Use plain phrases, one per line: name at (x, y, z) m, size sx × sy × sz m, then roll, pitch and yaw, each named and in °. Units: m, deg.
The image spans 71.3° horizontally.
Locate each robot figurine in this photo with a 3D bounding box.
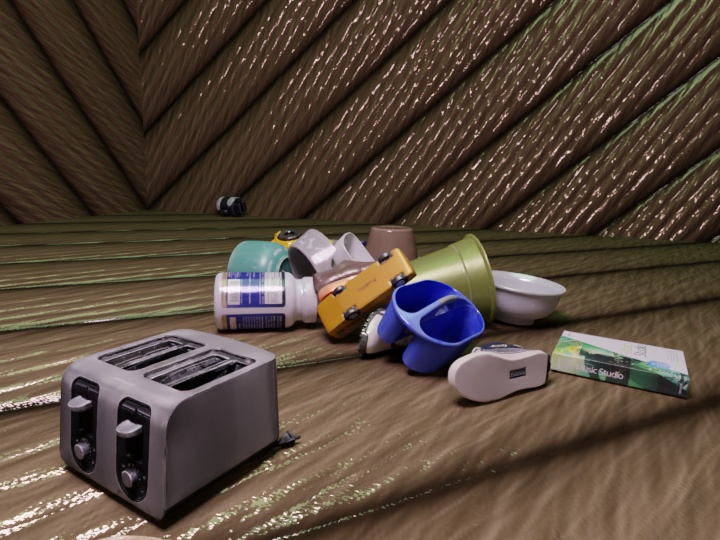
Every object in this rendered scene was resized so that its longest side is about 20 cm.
robot figurine at (-0.824, -0.407, 3.201) m, size 0.200 × 0.125 × 0.150 m, roll 7°, pitch -5°, yaw 25°

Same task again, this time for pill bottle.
pill bottle at (-0.191, 0.061, 1.022) m, size 0.199 × 0.116 × 0.116 m, roll 0°, pitch 12°, yaw -11°

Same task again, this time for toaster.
toaster at (-0.198, 0.154, 0.561) m, size 0.180 × 0.119 × 0.200 m, roll 10°, pitch 14°, yaw 31°

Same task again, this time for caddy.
caddy at (0.125, 0.084, 0.855) m, size 0.141 × 0.105 × 0.200 m, roll 44°, pitch 33°, yaw 25°

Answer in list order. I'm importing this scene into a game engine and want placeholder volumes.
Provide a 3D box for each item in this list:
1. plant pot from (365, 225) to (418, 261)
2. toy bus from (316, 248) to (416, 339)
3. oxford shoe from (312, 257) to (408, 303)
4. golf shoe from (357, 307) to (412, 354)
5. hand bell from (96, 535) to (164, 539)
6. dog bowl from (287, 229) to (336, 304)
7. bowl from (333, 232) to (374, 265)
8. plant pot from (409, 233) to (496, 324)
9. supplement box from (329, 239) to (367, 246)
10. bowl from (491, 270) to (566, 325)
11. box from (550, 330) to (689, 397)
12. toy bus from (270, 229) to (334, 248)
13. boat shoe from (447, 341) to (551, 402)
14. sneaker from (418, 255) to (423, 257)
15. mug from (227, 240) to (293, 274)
plant pot at (0.081, -0.032, 1.375) m, size 0.200 × 0.175 × 0.200 m, roll 1°, pitch 11°, yaw 0°
toy bus at (0.014, 0.046, 0.945) m, size 0.065 × 0.200 × 0.078 m, roll 60°, pitch 11°, yaw 30°
oxford shoe at (0.000, 0.000, 1.003) m, size 0.200 × 0.071 × 0.073 m, roll -19°, pitch 58°, yaw -16°
golf shoe at (0.073, 0.111, 0.928) m, size 0.088 × 0.077 × 0.200 m, roll 20°, pitch 21°, yaw 33°
hand bell at (-0.131, 0.250, 0.241) m, size 0.104 × 0.104 × 0.200 m, roll -1°, pitch 24°, yaw -15°
dog bowl at (-0.092, 0.011, 1.112) m, size 0.059 × 0.200 × 0.200 m, roll -28°, pitch 24°, yaw -23°
bowl at (-0.002, 0.013, 1.190) m, size 0.075 × 0.200 × 0.200 m, roll -36°, pitch 6°, yaw 14°
plant pot at (0.164, 0.036, 1.085) m, size 0.189 × 0.201 × 0.200 m, roll -11°, pitch 13°, yaw -5°
supplement box at (-0.086, -0.042, 1.575) m, size 0.199 × 0.104 × 0.101 m, roll 5°, pitch 13°, yaw 11°
bowl at (0.347, 0.065, 1.125) m, size 0.201 × 0.091 × 0.201 m, roll 8°, pitch 12°, yaw -2°
box at (0.442, 0.154, 0.862) m, size 0.200 × 0.036 × 0.144 m, roll 7°, pitch 12°, yaw 28°
toy bus at (-0.191, -0.020, 1.421) m, size 0.200 × 0.136 × 0.192 m, roll 9°, pitch 27°, yaw 22°
boat shoe at (0.194, 0.151, 0.779) m, size 0.200 × 0.075 × 0.093 m, roll 4°, pitch 2°, yaw -31°
sneaker at (0.144, -0.017, 1.554) m, size 0.199 × 0.075 × 0.090 m, roll 1°, pitch 17°, yaw -10°
mug at (-0.215, 0.004, 1.193) m, size 0.114 × 0.152 × 0.185 m, roll 4°, pitch 15°, yaw 22°
